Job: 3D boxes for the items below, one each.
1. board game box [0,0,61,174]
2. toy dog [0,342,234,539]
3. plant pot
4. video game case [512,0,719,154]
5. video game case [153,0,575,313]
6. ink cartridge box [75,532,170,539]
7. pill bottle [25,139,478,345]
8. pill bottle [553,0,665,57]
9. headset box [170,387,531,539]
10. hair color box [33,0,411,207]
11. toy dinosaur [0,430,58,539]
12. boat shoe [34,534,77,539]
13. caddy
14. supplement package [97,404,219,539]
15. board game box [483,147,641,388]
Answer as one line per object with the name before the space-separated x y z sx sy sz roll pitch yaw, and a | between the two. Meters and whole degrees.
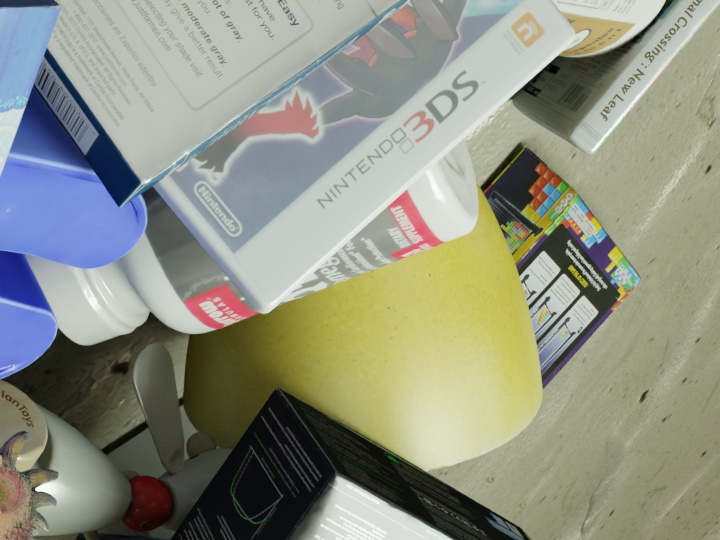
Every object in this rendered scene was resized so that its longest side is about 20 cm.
board game box | -0.196 -0.054 0.599 0.043 0.200 0.200 -11 137 -49
toy dog | -0.145 0.085 0.903 0.131 0.097 0.200 -35 146 15
plant pot | 0.000 0.000 1.003 0.199 0.199 0.144 -21 119 -41
video game case | 0.166 -0.152 1.070 0.182 0.022 0.200 -50 -171 5
video game case | -0.037 -0.117 0.771 0.182 0.200 0.023 -41 -175 -13
ink cartridge box | -0.154 0.214 1.031 0.076 0.198 0.138 17 75 -60
pill bottle | -0.054 -0.037 0.866 0.198 0.112 0.111 -21 156 14
pill bottle | 0.067 -0.169 0.925 0.199 0.114 0.115 -2 129 -54
headset box | -0.019 0.192 0.903 0.173 0.093 0.201 31 97 -28
hair color box | -0.039 -0.124 0.723 0.199 0.100 0.060 -37 -176 -17
toy dinosaur | -0.196 0.102 0.784 0.085 0.199 0.137 -7 120 -48
boat shoe | -0.225 0.166 0.998 0.072 0.069 0.201 36 96 -27
caddy | -0.182 -0.033 0.752 0.142 0.105 0.199 -48 155 17
supplement package | -0.042 0.172 1.121 0.155 0.200 0.111 -33 150 -27
board game box | 0.102 0.022 1.295 0.165 0.057 0.200 -46 153 2
